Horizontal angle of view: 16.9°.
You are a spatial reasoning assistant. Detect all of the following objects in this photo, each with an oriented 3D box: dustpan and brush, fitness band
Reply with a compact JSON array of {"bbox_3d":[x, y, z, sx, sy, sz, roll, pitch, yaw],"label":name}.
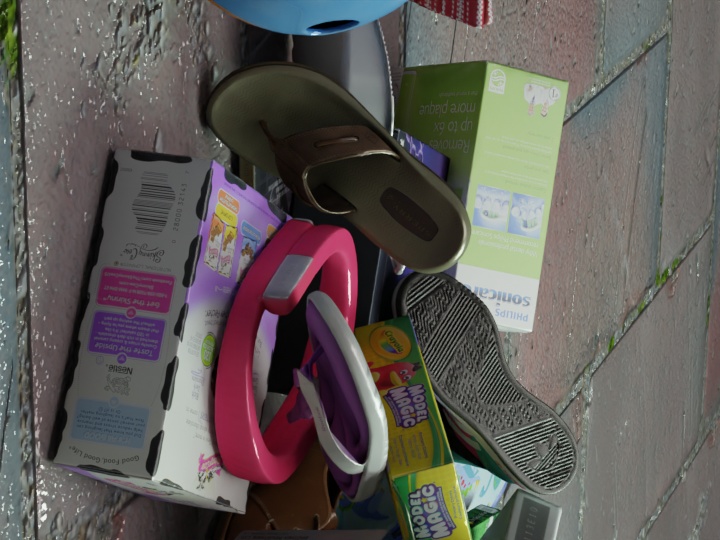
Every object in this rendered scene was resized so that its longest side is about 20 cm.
[{"bbox_3d":[-0.001,-0.096,1.672,0.140,0.057,0.201,145,-57,-68],"label":"dustpan and brush"},{"bbox_3d":[-0.047,0.052,1.575,0.200,0.037,0.145,-55,150,-57],"label":"fitness band"}]

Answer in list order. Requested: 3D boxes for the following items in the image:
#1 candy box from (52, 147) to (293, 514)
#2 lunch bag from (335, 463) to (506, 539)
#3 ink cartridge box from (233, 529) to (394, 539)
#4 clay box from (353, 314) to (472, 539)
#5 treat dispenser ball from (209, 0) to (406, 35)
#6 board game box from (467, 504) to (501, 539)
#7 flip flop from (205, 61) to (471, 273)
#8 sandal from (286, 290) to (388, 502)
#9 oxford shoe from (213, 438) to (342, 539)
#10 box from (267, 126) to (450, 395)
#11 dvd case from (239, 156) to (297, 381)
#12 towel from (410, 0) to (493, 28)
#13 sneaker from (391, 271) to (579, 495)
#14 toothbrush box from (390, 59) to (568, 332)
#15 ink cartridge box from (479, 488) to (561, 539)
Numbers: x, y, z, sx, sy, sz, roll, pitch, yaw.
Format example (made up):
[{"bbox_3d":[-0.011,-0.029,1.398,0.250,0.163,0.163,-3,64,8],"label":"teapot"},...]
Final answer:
[{"bbox_3d":[-0.113,0.043,1.533,0.168,0.071,0.201,38,61,-69],"label":"candy box"},{"bbox_3d":[0.031,0.193,1.946,0.201,0.127,0.170,-58,156,-20],"label":"lunch bag"},{"bbox_3d":[-0.069,0.258,1.592,0.200,0.136,0.077,-45,120,-44],"label":"ink cartridge box"},{"bbox_3d":[0.040,0.135,1.641,0.200,0.047,0.115,-107,-177,-55],"label":"clay box"},{"bbox_3d":[-0.033,-0.244,1.467,0.201,0.200,0.202,7,90,-71],"label":"treat dispenser ball"},{"bbox_3d":[0.068,0.288,1.890,0.105,0.023,0.201,-7,110,-69],"label":"board game box"},{"bbox_3d":[-0.014,-0.065,1.609,0.081,0.200,0.058,-50,-176,20],"label":"flip flop"},{"bbox_3d":[-0.019,0.093,1.528,0.050,0.083,0.203,-28,145,-14],"label":"sandal"},{"bbox_3d":[-0.058,0.188,1.750,0.072,0.071,0.200,82,26,-42],"label":"oxford shoe"},{"bbox_3d":[0.000,0.000,1.794,0.141,0.078,0.201,18,80,-69],"label":"box"},{"bbox_3d":[-0.055,-0.029,1.760,0.149,0.016,0.201,-43,136,-63],"label":"dvd case"},{"bbox_3d":[0.040,-0.264,1.736,0.022,0.200,0.146,-12,114,-27],"label":"towel"},{"bbox_3d":[0.072,0.079,1.800,0.084,0.121,0.200,-42,109,-18],"label":"sneaker"},{"bbox_3d":[0.077,-0.058,1.912,0.086,0.145,0.202,9,87,-32],"label":"toothbrush box"},{"bbox_3d":[0.083,0.288,1.793,0.174,0.043,0.201,121,-10,-47],"label":"ink cartridge box"}]
